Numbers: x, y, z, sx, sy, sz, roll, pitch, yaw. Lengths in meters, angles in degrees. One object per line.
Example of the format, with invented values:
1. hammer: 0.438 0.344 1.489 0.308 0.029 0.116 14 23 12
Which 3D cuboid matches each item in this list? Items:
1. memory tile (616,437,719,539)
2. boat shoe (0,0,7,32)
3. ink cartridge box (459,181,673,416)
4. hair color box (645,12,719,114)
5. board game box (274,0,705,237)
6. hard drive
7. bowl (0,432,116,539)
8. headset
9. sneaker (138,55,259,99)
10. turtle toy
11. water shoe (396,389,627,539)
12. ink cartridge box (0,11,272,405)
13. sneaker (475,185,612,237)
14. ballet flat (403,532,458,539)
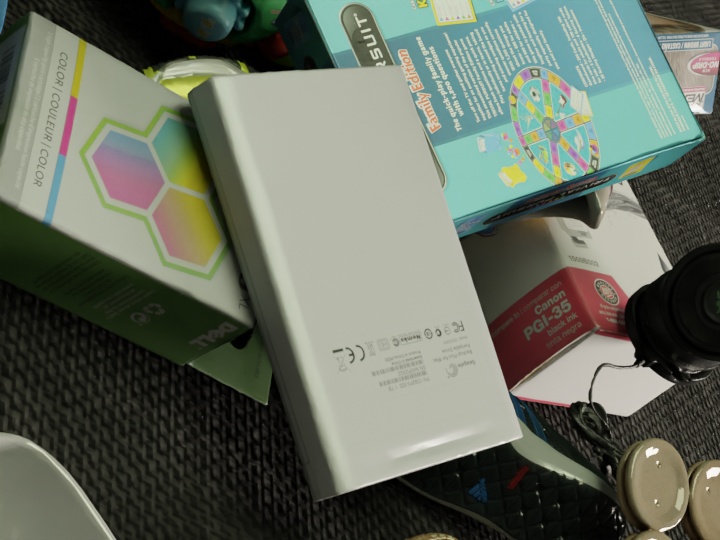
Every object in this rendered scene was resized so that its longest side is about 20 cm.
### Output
1. memory tile: 0.185 0.200 0.914 0.153 0.017 0.200 20 68 -37
2. boat shoe: -0.214 -0.137 0.798 0.069 0.084 0.200 20 23 -31
3. ink cartridge box: 0.123 -0.015 1.099 0.146 0.083 0.200 12 47 -47
4. hair color box: 0.144 -0.156 1.185 0.100 0.061 0.200 -8 22 -35
5. board game box: 0.073 -0.106 0.947 0.200 0.047 0.151 -19 79 -25
6. hard drive: 0.000 0.000 0.820 0.132 0.026 0.200 -10 79 -45
7. bowl: -0.138 0.161 0.537 0.200 0.075 0.200 56 29 13
8. headset: 0.202 0.037 0.969 0.200 0.124 0.094 -36 84 -16
9. sneaker: -0.057 -0.055 0.905 0.200 0.075 0.076 13 45 -45
10. turtle toy: -0.067 -0.178 1.005 0.146 0.101 0.200 39 18 32
11. water shoe: 0.058 0.091 0.922 0.200 0.072 0.079 42 7 -21
12. ink cartridge box: -0.097 -0.025 0.803 0.200 0.059 0.104 30 50 -32
13. sneaker: 0.050 -0.067 0.999 0.200 0.075 0.090 1 57 1
14. ballet flat: 0.015 0.183 0.733 0.070 0.065 0.200 39 31 -19
